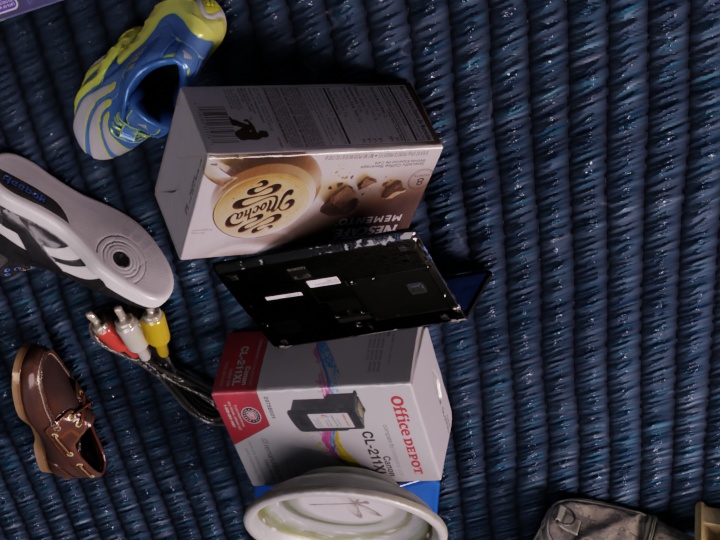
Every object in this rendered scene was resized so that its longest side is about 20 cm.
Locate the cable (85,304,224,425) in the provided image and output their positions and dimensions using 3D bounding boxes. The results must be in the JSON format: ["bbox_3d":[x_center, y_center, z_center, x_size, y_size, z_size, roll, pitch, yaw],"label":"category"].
[{"bbox_3d":[-0.204,0.097,1.405,0.096,0.051,0.201,-10,129,22],"label":"cable"}]

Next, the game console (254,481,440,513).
[{"bbox_3d":[-0.017,0.274,1.557,0.170,0.118,0.201,31,141,27],"label":"game console"}]

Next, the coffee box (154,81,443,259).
[{"bbox_3d":[-0.049,-0.081,1.120,0.199,0.080,0.113,-5,140,-26],"label":"coffee box"}]

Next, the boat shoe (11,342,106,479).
[{"bbox_3d":[-0.306,0.147,1.464,0.070,0.071,0.201,11,143,12],"label":"boat shoe"}]

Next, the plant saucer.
[{"bbox_3d":[-0.013,0.234,1.385,0.198,0.051,0.201,4,149,2],"label":"plant saucer"}]

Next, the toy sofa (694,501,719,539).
[{"bbox_3d":[0.434,0.255,1.393,0.199,0.083,0.098,-29,120,33],"label":"toy sofa"}]

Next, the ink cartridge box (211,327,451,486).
[{"bbox_3d":[-0.024,0.131,1.375,0.199,0.083,0.146,-4,132,16],"label":"ink cartridge box"}]

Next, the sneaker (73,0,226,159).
[{"bbox_3d":[-0.184,-0.137,1.138,0.075,0.105,0.200,31,131,-16],"label":"sneaker"}]

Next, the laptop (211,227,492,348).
[{"bbox_3d":[0.000,0.000,1.202,0.176,0.104,0.200,-10,142,20],"label":"laptop"}]

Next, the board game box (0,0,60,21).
[{"bbox_3d":[-0.233,-0.272,1.068,0.199,0.035,0.136,-12,130,22],"label":"board game box"}]

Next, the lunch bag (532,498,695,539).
[{"bbox_3d":[0.242,0.340,1.488,0.167,0.140,0.201,26,135,10],"label":"lunch bag"}]

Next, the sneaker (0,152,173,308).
[{"bbox_3d":[-0.273,-0.017,1.305,0.200,0.073,0.112,37,134,-11],"label":"sneaker"}]
